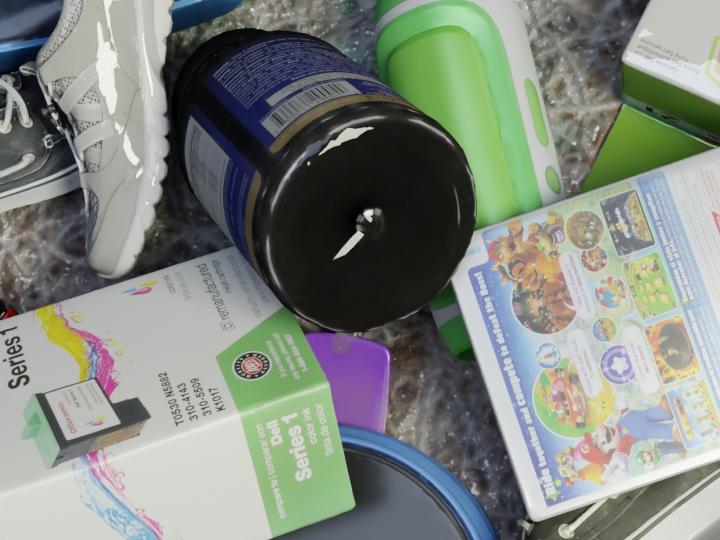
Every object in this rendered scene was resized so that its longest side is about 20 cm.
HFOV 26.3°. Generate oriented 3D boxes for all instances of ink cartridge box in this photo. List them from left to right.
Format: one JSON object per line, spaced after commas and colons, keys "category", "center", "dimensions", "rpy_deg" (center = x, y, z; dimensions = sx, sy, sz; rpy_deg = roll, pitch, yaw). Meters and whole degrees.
{"category": "ink cartridge box", "center": [-0.121, 0.080, 0.771], "dimensions": [0.198, 0.085, 0.145], "rpy_deg": [-18, 34, -10]}
{"category": "ink cartridge box", "center": [0.202, -0.072, 0.811], "dimensions": [0.147, 0.076, 0.201], "rpy_deg": [26, 83, 14]}

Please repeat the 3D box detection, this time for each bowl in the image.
{"category": "bowl", "center": [-0.019, 0.181, 0.808], "dimensions": [0.199, 0.039, 0.203], "rpy_deg": [-2, 80, 9]}

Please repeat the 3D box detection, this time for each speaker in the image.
{"category": "speaker", "center": [0.063, -0.058, 0.827], "dimensions": [0.088, 0.088, 0.202], "rpy_deg": [-13, 77, 6]}

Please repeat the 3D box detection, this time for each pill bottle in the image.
{"category": "pill bottle", "center": [-0.030, -0.058, 0.786], "dimensions": [0.112, 0.112, 0.200], "rpy_deg": [-42, 32, -1]}

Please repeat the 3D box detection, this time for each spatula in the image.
{"category": "spatula", "center": [0.000, 0.000, 0.858], "dimensions": [0.056, 0.021, 0.202], "rpy_deg": [8, 79, 10]}

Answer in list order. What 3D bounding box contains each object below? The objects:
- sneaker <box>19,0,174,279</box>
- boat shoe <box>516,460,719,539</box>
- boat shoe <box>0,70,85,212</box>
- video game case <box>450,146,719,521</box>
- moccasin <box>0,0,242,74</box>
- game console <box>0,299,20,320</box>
{"category": "sneaker", "center": [-0.145, -0.096, 0.843], "dimensions": [0.081, 0.075, 0.202], "rpy_deg": [1, 96, -9]}
{"category": "boat shoe", "center": [0.111, 0.143, 0.773], "dimensions": [0.199, 0.071, 0.064], "rpy_deg": [-30, 64, -20]}
{"category": "boat shoe", "center": [-0.208, -0.079, 0.871], "dimensions": [0.199, 0.068, 0.072], "rpy_deg": [-23, 63, -10]}
{"category": "video game case", "center": [0.154, 0.023, 0.752], "dimensions": [0.198, 0.018, 0.144], "rpy_deg": [-19, 82, 1]}
{"category": "moccasin", "center": [-0.166, -0.159, 0.899], "dimensions": [0.198, 0.080, 0.069], "rpy_deg": [-17, 85, -8]}
{"category": "game console", "center": [-0.254, 0.102, 0.881], "dimensions": [0.201, 0.119, 0.172], "rpy_deg": [-52, 44, -4]}
